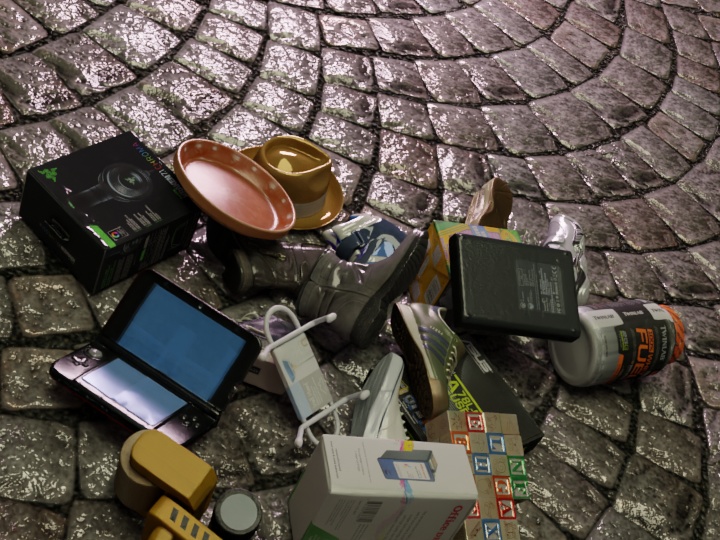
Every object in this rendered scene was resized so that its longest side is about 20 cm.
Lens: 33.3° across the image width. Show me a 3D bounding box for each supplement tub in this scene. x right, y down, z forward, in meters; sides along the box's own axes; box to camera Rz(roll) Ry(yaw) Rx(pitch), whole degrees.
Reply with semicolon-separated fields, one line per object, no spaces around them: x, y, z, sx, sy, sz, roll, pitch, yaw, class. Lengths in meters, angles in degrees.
0.402;0.110;1.881;0.198;0.123;0.123;-6;52;-31;supplement tub

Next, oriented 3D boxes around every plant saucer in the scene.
-0.184;-0.114;1.744;0.199;0.032;0.201;29;26;-16;plant saucer

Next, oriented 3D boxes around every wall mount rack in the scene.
-0.074;0.142;1.563;0.173;0.074;0.202;-28;96;-49;wall mount rack

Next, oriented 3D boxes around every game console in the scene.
-0.255;0.110;1.511;0.199;0.120;0.172;30;22;13;game console

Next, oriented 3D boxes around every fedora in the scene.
-0.110;-0.153;1.891;0.198;0.082;0.202;15;44;-15;fedora

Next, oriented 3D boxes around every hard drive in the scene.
0.225;0.025;1.762;0.198;0.033;0.141;8;65;-23;hard drive

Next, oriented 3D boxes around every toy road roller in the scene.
-0.218;0.296;1.376;0.199;0.123;0.146;36;54;7;toy road roller

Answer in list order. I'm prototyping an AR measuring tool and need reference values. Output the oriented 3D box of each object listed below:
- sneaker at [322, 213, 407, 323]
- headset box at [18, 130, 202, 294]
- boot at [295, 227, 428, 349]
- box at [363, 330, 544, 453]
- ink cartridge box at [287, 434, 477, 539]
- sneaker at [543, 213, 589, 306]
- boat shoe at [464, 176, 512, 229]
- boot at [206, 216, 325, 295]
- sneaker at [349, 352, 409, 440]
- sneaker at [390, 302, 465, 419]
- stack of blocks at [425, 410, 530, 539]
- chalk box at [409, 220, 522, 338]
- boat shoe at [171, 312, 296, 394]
-0.007;0.003;1.793;0.145;0.081;0.201;28;60;10;sneaker
-0.354;-0.083;1.687;0.174;0.093;0.199;44;45;18;headset box
0.000;0.000;1.708;0.131;0.070;0.201;30;74;22;boot
0.132;0.195;1.710;0.192;0.048;0.201;-17;59;-34;box
0.026;0.285;1.493;0.198;0.146;0.088;8;44;-20;ink cartridge box
0.311;-0.024;1.997;0.114;0.075;0.202;15;47;-18;sneaker
0.206;-0.072;2.009;0.073;0.062;0.201;46;41;-20;boat shoe
-0.130;-0.031;1.788;0.172;0.069;0.202;3;52;-33;boot
0.030;0.210;1.618;0.070;0.073;0.202;29;61;-19;sneaker
0.110;0.119;1.687;0.089;0.068;0.201;-2;44;-19;sneaker
0.160;0.290;1.580;0.114;0.059;0.202;7;63;-29;stack of blocks
0.188;0.016;1.859;0.198;0.125;0.125;7;46;-24;chalk box
-0.168;0.093;1.639;0.198;0.075;0.093;26;37;-16;boat shoe
